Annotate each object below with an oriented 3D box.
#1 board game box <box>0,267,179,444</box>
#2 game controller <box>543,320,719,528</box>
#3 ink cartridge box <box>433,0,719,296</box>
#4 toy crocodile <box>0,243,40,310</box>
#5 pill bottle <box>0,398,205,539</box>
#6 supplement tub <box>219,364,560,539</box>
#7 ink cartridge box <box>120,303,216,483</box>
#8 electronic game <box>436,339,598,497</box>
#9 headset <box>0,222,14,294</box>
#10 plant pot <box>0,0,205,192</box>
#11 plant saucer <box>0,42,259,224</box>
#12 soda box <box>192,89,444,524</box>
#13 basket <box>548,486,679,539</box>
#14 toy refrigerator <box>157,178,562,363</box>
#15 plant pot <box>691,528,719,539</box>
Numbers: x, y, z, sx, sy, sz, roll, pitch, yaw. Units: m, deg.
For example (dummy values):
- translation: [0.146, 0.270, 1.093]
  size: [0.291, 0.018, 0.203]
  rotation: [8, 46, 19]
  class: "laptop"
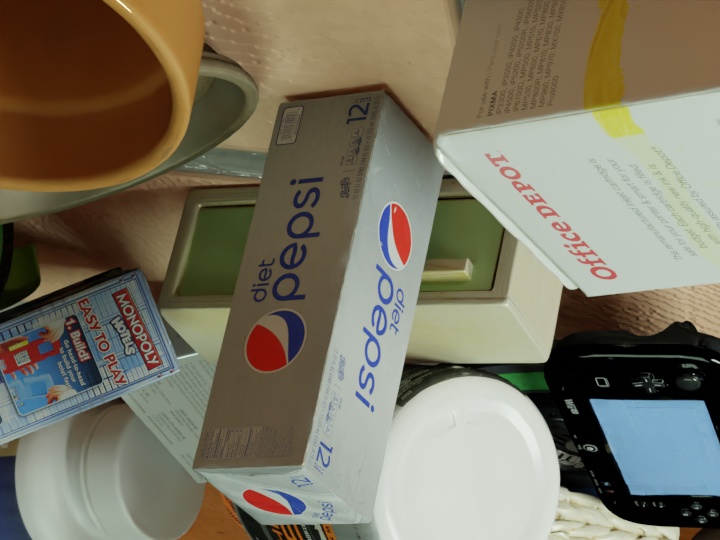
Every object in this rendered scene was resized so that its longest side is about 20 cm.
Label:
- translation: [-0.186, 0.054, 1.237]
  size: [0.199, 0.062, 0.200]
  rotation: [-20, -176, 10]
  class: "board game box"
- translation: [0.167, 0.090, 1.249]
  size: [0.104, 0.042, 0.200]
  rotation: [-8, 144, 15]
  class: "game controller"
- translation: [0.153, -0.065, 0.978]
  size: [0.200, 0.084, 0.145]
  rotation: [-7, 147, 34]
  class: "ink cartridge box"
- translation: [-0.250, -0.028, 1.254]
  size: [0.062, 0.068, 0.200]
  rotation: [-21, 144, 19]
  class: "toy crocodile"
- translation: [-0.205, 0.136, 1.489]
  size: [0.200, 0.120, 0.120]
  rotation: [-7, 147, 34]
  class: "pill bottle"
- translation: [0.007, 0.111, 1.243]
  size: [0.122, 0.123, 0.200]
  rotation: [27, 166, -26]
  class: "supplement tub"
- translation: [-0.035, 0.059, 1.366]
  size: [0.200, 0.050, 0.161]
  rotation: [-15, 148, 11]
  class: "ink cartridge box"
- translation: [0.120, 0.093, 1.333]
  size: [0.199, 0.042, 0.200]
  rotation: [7, 153, 3]
  class: "electronic game"
- translation: [-0.236, -0.055, 1.143]
  size: [0.094, 0.124, 0.200]
  rotation: [-10, 125, 37]
  class: "headset"
- translation: [-0.150, -0.140, 0.906]
  size: [0.200, 0.140, 0.200]
  rotation: [10, 153, 5]
  class: "plant pot"
- translation: [-0.146, -0.066, 1.079]
  size: [0.200, 0.030, 0.200]
  rotation: [-17, 168, -4]
  class: "plant saucer"
- translation: [-0.017, 0.017, 1.084]
  size: [0.063, 0.200, 0.068]
  rotation: [-5, 150, 30]
  class: "soda box"
- translation: [0.093, 0.203, 1.414]
  size: [0.135, 0.124, 0.200]
  rotation: [17, 165, -30]
  class: "basket"
- translation: [0.000, 0.000, 1.183]
  size: [0.200, 0.076, 0.070]
  rotation: [-1, 150, 26]
  class: "toy refrigerator"
- translation: [0.315, 0.216, 1.367]
  size: [0.173, 0.200, 0.200]
  rotation: [-28, 135, 30]
  class: "plant pot"
